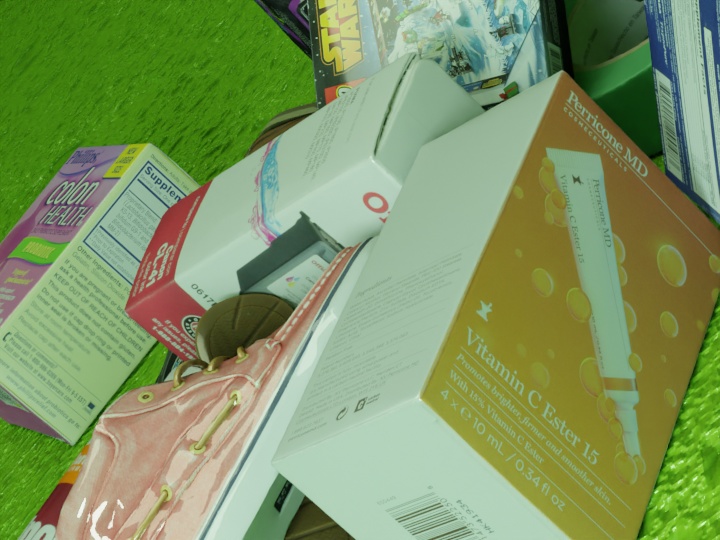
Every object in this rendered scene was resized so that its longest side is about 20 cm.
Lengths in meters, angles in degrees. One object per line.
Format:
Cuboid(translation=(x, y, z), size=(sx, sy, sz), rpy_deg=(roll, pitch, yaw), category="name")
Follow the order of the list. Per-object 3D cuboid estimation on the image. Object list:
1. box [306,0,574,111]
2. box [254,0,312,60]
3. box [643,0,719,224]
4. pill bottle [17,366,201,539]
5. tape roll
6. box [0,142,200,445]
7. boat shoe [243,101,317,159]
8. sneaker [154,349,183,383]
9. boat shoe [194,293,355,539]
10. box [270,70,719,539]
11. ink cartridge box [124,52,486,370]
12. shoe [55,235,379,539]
Cuboid(translation=(0.036, -0.171, 1.182), size=(0.136, 0.040, 0.201), rpy_deg=(-12, 76, 27), category="box")
Cuboid(translation=(-0.003, -0.136, 1.406), size=(0.036, 0.143, 0.200), rpy_deg=(-46, 20, -2), category="box")
Cuboid(translation=(0.168, -0.073, 0.972), size=(0.032, 0.122, 0.200), rpy_deg=(-11, 20, -5), category="box")
Cuboid(translation=(-0.118, 0.152, 1.137), size=(0.200, 0.113, 0.113), rpy_deg=(-56, 21, -22), category="pill bottle")
Cuboid(translation=(0.177, -0.147, 1.195), size=(0.200, 0.048, 0.201), rpy_deg=(-40, 21, 19), category="tape roll")
Cuboid(translation=(-0.207, 0.013, 1.617), size=(0.200, 0.097, 0.176), rpy_deg=(-52, 20, -13), category="box")
Cuboid(translation=(0.012, -0.072, 1.290), size=(0.200, 0.072, 0.068), rpy_deg=(-23, 23, 39), category="boat shoe")
Cuboid(translation=(-0.082, 0.015, 1.390), size=(0.083, 0.071, 0.200), rpy_deg=(-20, 36, 42), category="sneaker")
Cuboid(translation=(-0.029, 0.104, 1.062), size=(0.073, 0.063, 0.201), rpy_deg=(-12, 54, -8), category="boat shoe")
Cuboid(translation=(0.067, 0.034, 0.962), size=(0.097, 0.124, 0.200), rpy_deg=(-27, 29, 44), category="box")
Cuboid(translation=(0.000, 0.000, 1.132), size=(0.200, 0.148, 0.086), rpy_deg=(-29, 28, 42), category="ink cartridge box")
Cuboid(translation=(-0.057, 0.058, 1.009), size=(0.201, 0.091, 0.072), rpy_deg=(-61, -21, -19), category="shoe")
